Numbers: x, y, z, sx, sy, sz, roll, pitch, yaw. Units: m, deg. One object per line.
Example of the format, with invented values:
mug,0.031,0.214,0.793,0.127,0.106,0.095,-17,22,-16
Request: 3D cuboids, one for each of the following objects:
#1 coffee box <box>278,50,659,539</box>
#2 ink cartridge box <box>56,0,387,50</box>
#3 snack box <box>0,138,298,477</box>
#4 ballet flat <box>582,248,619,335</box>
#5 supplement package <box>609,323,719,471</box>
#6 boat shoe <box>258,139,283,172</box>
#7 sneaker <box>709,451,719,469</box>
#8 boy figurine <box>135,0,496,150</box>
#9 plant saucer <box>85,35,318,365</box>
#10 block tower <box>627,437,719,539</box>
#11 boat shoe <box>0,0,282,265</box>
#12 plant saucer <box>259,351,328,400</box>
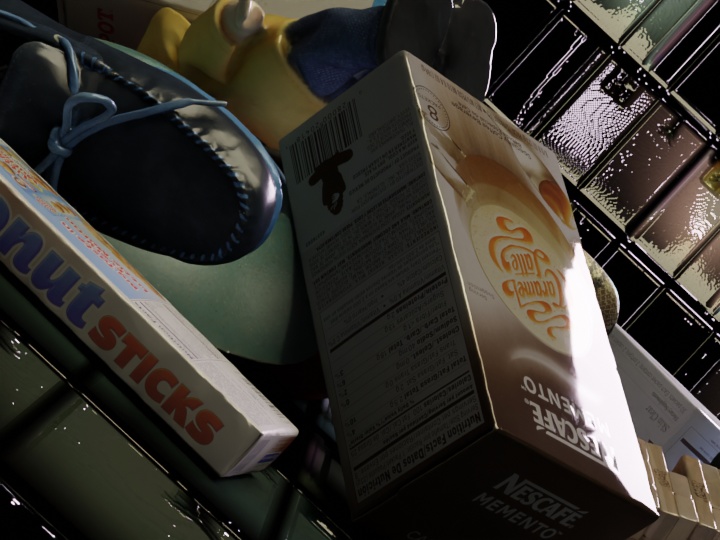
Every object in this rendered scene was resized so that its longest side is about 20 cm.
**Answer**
coffee box,0.043,0.023,1.111,0.114,0.080,0.200,29,37,-42
ink cartridge box,-0.047,-0.117,1.369,0.199,0.084,0.145,16,-27,4
snack box,-0.105,-0.004,0.938,0.200,0.024,0.072,44,5,8
ballet flat,0.048,-0.019,1.440,0.200,0.068,0.075,39,24,28
supplement package,0.204,0.140,1.807,0.156,0.111,0.200,42,4,-24
boat shoe,0.000,0.000,1.261,0.067,0.072,0.200,-3,39,-29
sneaker,0.227,0.129,1.337,0.115,0.075,0.200,43,-29,5
boy figurine,-0.030,-0.093,1.227,0.200,0.065,0.124,-2,-23,46
plant saucer,-0.082,-0.044,1.131,0.201,0.039,0.201,37,19,-16
block tower,0.142,0.121,1.243,0.200,0.054,0.058,19,32,-16
boat shoe,-0.126,-0.055,1.012,0.200,0.084,0.069,25,15,18
plant saucer,-0.066,-0.008,1.273,0.200,0.037,0.200,44,4,3
